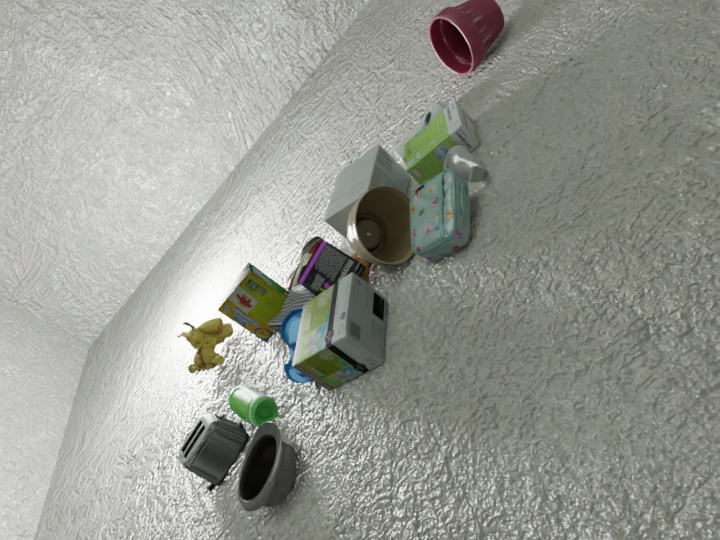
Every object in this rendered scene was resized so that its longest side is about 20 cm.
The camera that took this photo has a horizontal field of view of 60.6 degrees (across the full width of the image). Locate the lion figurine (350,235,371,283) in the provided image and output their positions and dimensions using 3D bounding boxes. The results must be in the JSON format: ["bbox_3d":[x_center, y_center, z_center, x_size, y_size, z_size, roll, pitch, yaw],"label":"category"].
[{"bbox_3d":[0.000,0.000,1.707,0.121,0.072,0.204,-16,58,34],"label":"lion figurine"}]

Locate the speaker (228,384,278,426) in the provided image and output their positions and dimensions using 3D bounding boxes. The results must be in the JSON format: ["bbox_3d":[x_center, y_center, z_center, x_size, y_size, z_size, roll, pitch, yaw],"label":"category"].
[{"bbox_3d":[-0.302,0.376,1.719,0.199,0.088,0.090,4,61,58],"label":"speaker"}]

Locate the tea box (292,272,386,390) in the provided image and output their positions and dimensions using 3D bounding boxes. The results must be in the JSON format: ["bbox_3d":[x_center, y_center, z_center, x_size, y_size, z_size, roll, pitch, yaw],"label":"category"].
[{"bbox_3d":[-0.048,0.153,1.523,0.195,0.133,0.203,-34,34,33],"label":"tea box"}]

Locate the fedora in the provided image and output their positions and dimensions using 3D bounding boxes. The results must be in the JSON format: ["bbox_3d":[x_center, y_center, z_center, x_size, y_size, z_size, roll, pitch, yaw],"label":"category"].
[{"bbox_3d":[-0.210,0.472,1.459,0.175,0.089,0.204,-18,50,50],"label":"fedora"}]

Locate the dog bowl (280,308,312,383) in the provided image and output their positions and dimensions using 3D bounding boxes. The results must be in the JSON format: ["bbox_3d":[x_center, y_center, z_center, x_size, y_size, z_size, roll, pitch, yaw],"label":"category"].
[{"bbox_3d":[-0.150,0.204,1.640,0.110,0.049,0.204,-21,62,20],"label":"dog bowl"}]

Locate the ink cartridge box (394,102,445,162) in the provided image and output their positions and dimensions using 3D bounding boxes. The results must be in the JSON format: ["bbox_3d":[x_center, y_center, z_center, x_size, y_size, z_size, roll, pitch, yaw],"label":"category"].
[{"bbox_3d":[0.183,-0.437,1.928,0.201,0.043,0.174,-49,29,10],"label":"ink cartridge box"}]

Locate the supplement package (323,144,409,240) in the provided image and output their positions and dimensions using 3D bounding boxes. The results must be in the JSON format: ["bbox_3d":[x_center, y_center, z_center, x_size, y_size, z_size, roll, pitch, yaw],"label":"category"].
[{"bbox_3d":[0.022,-0.217,1.814,0.190,0.146,0.203,-26,38,41],"label":"supplement package"}]

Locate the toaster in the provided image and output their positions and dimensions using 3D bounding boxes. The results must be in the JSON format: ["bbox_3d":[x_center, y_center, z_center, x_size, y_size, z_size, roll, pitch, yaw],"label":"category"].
[{"bbox_3d":[-0.414,0.496,1.709,0.202,0.128,0.113,-57,27,-6],"label":"toaster"}]

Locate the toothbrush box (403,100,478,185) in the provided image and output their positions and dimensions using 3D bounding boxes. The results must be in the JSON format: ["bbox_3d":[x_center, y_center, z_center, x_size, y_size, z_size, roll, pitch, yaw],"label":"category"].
[{"bbox_3d":[0.221,-0.353,1.725,0.199,0.086,0.147,-39,31,27],"label":"toothbrush box"}]

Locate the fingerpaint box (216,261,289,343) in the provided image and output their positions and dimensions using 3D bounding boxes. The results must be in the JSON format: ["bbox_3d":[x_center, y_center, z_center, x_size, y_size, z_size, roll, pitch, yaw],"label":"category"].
[{"bbox_3d":[-0.324,0.102,1.938,0.167,0.199,0.074,-48,27,10],"label":"fingerpaint box"}]

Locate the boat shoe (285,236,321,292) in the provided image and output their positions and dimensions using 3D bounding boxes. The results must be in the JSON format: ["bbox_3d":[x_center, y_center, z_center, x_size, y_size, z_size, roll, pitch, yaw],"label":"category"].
[{"bbox_3d":[-0.169,-0.015,1.969,0.062,0.071,0.202,22,79,55],"label":"boat shoe"}]

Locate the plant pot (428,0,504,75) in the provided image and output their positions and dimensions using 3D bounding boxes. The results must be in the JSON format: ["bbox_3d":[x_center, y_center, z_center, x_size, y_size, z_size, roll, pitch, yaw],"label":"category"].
[{"bbox_3d":[0.337,-0.736,1.890,0.178,0.202,0.199,-40,26,-12],"label":"plant pot"}]

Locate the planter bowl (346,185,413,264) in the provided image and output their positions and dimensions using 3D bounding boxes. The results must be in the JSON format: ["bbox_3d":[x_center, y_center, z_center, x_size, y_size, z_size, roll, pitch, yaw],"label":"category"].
[{"bbox_3d":[0.043,-0.106,1.624,0.134,0.198,0.203,-20,41,60],"label":"planter bowl"}]

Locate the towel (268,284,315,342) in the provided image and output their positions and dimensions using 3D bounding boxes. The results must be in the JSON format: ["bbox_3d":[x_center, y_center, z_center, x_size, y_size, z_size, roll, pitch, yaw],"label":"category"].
[{"bbox_3d":[-0.173,0.114,1.812,0.198,0.085,0.168,-14,46,51],"label":"towel"}]

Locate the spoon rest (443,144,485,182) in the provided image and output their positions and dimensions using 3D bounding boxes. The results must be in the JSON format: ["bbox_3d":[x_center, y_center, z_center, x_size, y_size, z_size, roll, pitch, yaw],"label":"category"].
[{"bbox_3d":[0.267,-0.263,1.580,0.200,0.059,0.102,-126,44,-64],"label":"spoon rest"}]

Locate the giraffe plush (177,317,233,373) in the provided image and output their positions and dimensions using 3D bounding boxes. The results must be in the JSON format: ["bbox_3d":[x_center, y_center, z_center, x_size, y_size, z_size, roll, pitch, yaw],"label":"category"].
[{"bbox_3d":[-0.533,0.272,2.145,0.171,0.198,0.165,-33,62,27],"label":"giraffe plush"}]

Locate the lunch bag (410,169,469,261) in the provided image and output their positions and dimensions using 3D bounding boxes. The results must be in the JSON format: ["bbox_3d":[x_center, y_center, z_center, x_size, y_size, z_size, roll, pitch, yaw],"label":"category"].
[{"bbox_3d":[0.194,-0.138,1.493,0.159,0.076,0.204,-30,51,46],"label":"lunch bag"}]

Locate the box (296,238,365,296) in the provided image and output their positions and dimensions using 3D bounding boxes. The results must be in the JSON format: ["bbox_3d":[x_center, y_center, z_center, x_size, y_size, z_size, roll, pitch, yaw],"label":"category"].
[{"bbox_3d":[-0.083,0.011,1.701,0.199,0.036,0.145,32,91,49],"label":"box"}]
